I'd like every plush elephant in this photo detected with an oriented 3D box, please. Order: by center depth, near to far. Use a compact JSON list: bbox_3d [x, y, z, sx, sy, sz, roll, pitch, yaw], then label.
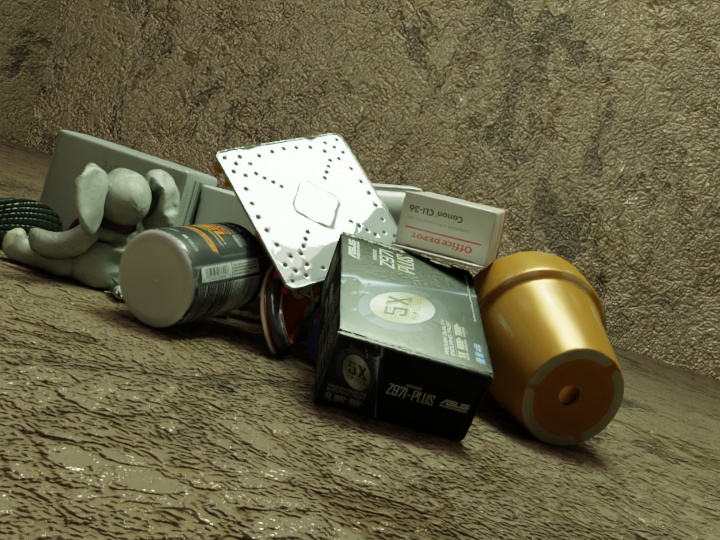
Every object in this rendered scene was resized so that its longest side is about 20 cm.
[{"bbox_3d":[-0.316,-0.063,1.083,0.197,0.158,0.163,19,5,34],"label":"plush elephant"}]

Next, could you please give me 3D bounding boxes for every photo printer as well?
[{"bbox_3d":[-0.022,-0.086,1.240,0.195,0.071,0.166,2,0,-11],"label":"photo printer"}]

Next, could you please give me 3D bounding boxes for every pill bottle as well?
[{"bbox_3d":[-0.179,0.000,1.022,0.104,0.109,0.199,18,13,22],"label":"pill bottle"}]

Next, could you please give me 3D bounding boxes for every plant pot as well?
[{"bbox_3d":[0.224,0.106,1.063,0.196,0.204,0.184,16,19,-16],"label":"plant pot"}]

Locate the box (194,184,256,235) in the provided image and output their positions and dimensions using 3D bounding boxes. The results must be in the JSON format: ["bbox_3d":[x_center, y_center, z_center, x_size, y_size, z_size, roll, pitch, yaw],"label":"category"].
[{"bbox_3d":[-0.171,-0.034,1.350,0.104,0.156,0.199,16,4,18],"label":"box"}]

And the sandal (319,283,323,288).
[{"bbox_3d":[-0.079,0.033,1.235,0.201,0.078,0.088,52,19,-49],"label":"sandal"}]

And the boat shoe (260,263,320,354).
[{"bbox_3d":[-0.078,0.020,1.064,0.061,0.072,0.202,-5,36,9],"label":"boat shoe"}]

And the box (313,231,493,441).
[{"bbox_3d":[0.040,0.063,0.925,0.160,0.087,0.201,17,29,-9],"label":"box"}]

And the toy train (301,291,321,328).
[{"bbox_3d":[-0.044,0.042,1.116,0.197,0.043,0.056,-19,-7,31],"label":"toy train"}]

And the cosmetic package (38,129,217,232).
[{"bbox_3d":[-0.340,-0.090,1.284,0.196,0.169,0.165,18,4,6],"label":"cosmetic package"}]

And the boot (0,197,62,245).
[{"bbox_3d":[-0.501,-0.075,1.150,0.128,0.069,0.199,13,0,33],"label":"boot"}]

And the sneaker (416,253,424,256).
[{"bbox_3d":[0.000,0.000,1.225,0.197,0.077,0.079,2,-23,-37],"label":"sneaker"}]

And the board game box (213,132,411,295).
[{"bbox_3d":[-0.059,-0.075,1.088,0.197,0.026,0.202,-15,65,-39],"label":"board game box"}]

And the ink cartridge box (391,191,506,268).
[{"bbox_3d":[0.111,-0.053,1.071,0.114,0.069,0.200,13,8,11],"label":"ink cartridge box"}]

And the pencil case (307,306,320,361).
[{"bbox_3d":[0.022,0.088,1.090,0.086,0.080,0.198,21,6,37],"label":"pencil case"}]

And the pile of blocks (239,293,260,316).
[{"bbox_3d":[-0.201,0.015,1.158,0.198,0.062,0.083,16,45,-52],"label":"pile of blocks"}]
